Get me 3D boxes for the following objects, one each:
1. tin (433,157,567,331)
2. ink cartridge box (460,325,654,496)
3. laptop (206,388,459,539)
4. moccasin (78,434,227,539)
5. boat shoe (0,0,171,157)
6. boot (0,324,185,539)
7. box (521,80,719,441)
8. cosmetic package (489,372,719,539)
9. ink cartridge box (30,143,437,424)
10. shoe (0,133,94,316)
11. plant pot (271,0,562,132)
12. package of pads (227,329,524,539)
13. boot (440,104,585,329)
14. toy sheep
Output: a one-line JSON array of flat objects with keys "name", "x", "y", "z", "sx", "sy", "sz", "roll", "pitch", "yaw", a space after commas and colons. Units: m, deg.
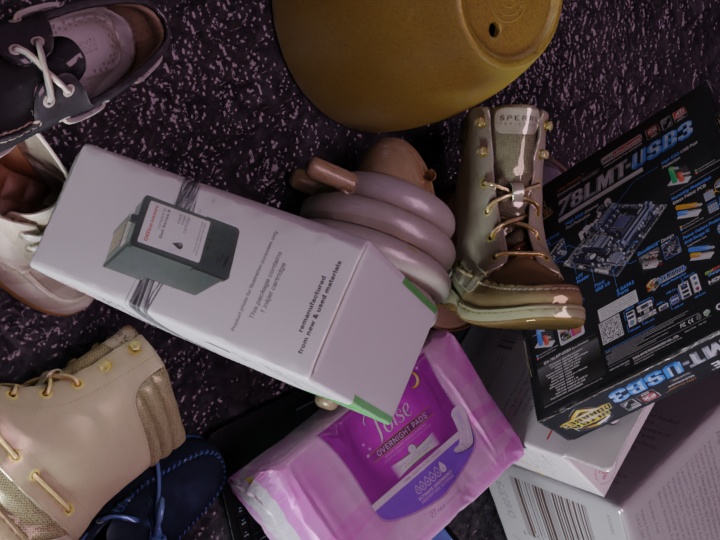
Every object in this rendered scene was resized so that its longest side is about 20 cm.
[{"name": "tin", "x": 0.102, "y": -0.024, "z": 0.992, "sx": 0.199, "sy": 0.042, "sz": 0.113, "roll": -25, "pitch": 109, "yaw": -33}, {"name": "ink cartridge box", "x": 0.159, "y": 0.100, "z": 0.955, "sx": 0.068, "sy": 0.199, "sz": 0.116, "roll": 44, "pitch": 71, "yaw": -35}, {"name": "laptop", "x": 0.002, "y": 0.187, "z": 0.907, "sx": 0.176, "sy": 0.103, "sz": 0.202, "roll": -23, "pitch": 112, "yaw": -34}, {"name": "moccasin", "x": -0.159, "y": 0.191, "z": 0.800, "sx": 0.200, "sy": 0.068, "sz": 0.081, "roll": -43, "pitch": 122, "yaw": -25}, {"name": "boat shoe", "x": -0.177, "y": -0.113, "z": 0.683, "sx": 0.200, "sy": 0.060, "sz": 0.074, "roll": -39, "pitch": 113, "yaw": -59}, {"name": "boot", "x": -0.204, "y": 0.074, "z": 0.742, "sx": 0.155, "sy": 0.073, "sz": 0.201, "roll": -42, "pitch": 114, "yaw": -31}, {"name": "box", "x": 0.202, "y": -0.006, "z": 0.876, "sx": 0.050, "sy": 0.199, "sz": 0.200, "roll": 31, "pitch": 39, "yaw": -36}, {"name": "cosmetic package", "x": 0.243, "y": 0.187, "z": 1.062, "sx": 0.200, "sy": 0.164, "sz": 0.166, "roll": -35, "pitch": 118, "yaw": -28}, {"name": "ink cartridge box", "x": -0.072, "y": 0.010, "z": 0.730, "sx": 0.085, "sy": 0.199, "sz": 0.146, "roll": -67, "pitch": 155, "yaw": -8}, {"name": "shoe", "x": -0.213, "y": -0.052, "z": 0.721, "sx": 0.070, "sy": 0.053, "sz": 0.201, "roll": -42, "pitch": 121, "yaw": -25}, {"name": "plant pot", "x": 0.057, "y": -0.196, "z": 0.857, "sx": 0.199, "sy": 0.142, "sz": 0.202, "roll": -7, "pitch": 102, "yaw": -37}, {"name": "package of pads", "x": 0.014, "y": 0.142, "z": 0.877, "sx": 0.200, "sy": 0.076, "sz": 0.121, "roll": -35, "pitch": 93, "yaw": -34}, {"name": "boot", "x": 0.108, "y": -0.040, "z": 0.854, "sx": 0.071, "sy": 0.200, "sz": 0.156, "roll": 6, "pitch": 94, "yaw": -12}, {"name": "toy sheep", "x": 0.000, "y": 0.000, "z": 0.858, "sx": 0.137, "sy": 0.137, "sz": 0.201, "roll": 26, "pitch": 78, "yaw": -39}]
